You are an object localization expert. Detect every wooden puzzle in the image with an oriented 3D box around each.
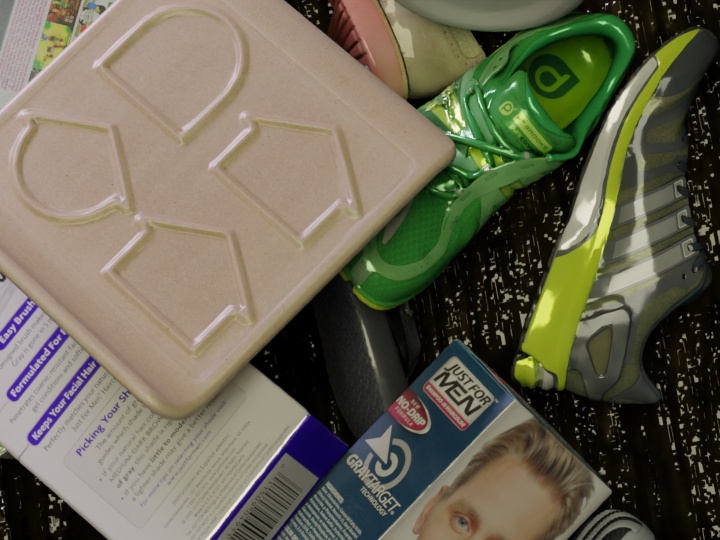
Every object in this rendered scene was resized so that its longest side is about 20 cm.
[{"bbox_3d":[-0.082,-0.043,1.304,0.185,0.046,0.200,41,72,21],"label":"wooden puzzle"}]

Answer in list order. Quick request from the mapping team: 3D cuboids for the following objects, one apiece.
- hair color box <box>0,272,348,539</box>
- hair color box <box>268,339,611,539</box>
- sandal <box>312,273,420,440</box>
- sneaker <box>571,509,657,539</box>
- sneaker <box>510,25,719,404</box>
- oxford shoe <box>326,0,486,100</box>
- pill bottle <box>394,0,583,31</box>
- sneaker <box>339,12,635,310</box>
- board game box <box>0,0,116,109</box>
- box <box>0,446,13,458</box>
[{"bbox_3d":[-0.116,0.065,1.329,0.200,0.065,0.109,38,86,26],"label":"hair color box"},{"bbox_3d":[0.018,0.142,1.328,0.200,0.100,0.061,-47,42,1],"label":"hair color box"},{"bbox_3d":[0.000,-0.001,1.376,0.043,0.076,0.201,-12,80,-18],"label":"sandal"},{"bbox_3d":[0.101,0.219,1.325,0.087,0.074,0.201,34,100,-9],"label":"sneaker"},{"bbox_3d":[0.144,-0.024,1.357,0.080,0.074,0.201,21,92,3],"label":"sneaker"},{"bbox_3d":[0.005,-0.180,1.408,0.073,0.071,0.201,-17,82,-14],"label":"oxford shoe"},{"bbox_3d":[0.069,-0.231,1.352,0.115,0.116,0.201,2,64,11],"label":"pill bottle"},{"bbox_3d":[0.059,-0.065,1.336,0.074,0.084,0.200,46,72,-5],"label":"sneaker"},{"bbox_3d":[-0.151,-0.138,1.394,0.199,0.064,0.149,14,75,3],"label":"board game box"},{"bbox_3d":[-0.175,-0.022,1.428,0.144,0.036,0.201,-31,76,5],"label":"box"}]
